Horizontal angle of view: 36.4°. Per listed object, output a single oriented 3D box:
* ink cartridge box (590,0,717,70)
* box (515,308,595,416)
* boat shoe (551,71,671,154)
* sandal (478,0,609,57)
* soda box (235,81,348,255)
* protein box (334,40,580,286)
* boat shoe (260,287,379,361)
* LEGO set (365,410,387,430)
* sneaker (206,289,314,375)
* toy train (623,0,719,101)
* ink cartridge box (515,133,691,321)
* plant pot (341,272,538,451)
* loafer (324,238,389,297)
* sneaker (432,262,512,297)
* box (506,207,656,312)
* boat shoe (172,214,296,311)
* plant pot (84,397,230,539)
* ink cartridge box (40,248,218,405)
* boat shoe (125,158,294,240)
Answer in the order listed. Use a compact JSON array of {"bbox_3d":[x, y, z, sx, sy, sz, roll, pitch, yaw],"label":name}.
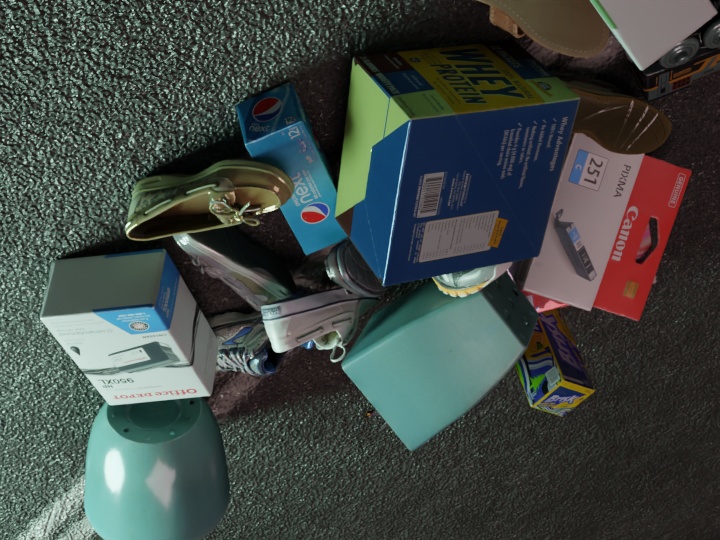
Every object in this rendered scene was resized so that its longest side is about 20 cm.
[{"bbox_3d":[0.218,-0.304,0.985,0.087,0.202,0.145,-37,137,18],"label":"ink cartridge box"},{"bbox_3d":[0.236,0.089,1.453,0.069,0.202,0.064,19,131,-37],"label":"box"},{"bbox_3d":[0.266,-0.188,1.246,0.198,0.067,0.072,9,130,-25],"label":"boat shoe"},{"bbox_3d":[0.151,-0.280,1.104,0.209,0.070,0.079,21,95,-17],"label":"sandal"},{"bbox_3d":[-0.068,-0.108,1.209,0.067,0.065,0.201,-21,141,4],"label":"soda box"},{"bbox_3d":[0.096,-0.116,1.158,0.197,0.135,0.201,-10,130,-24],"label":"protein box"},{"bbox_3d":[-0.040,0.068,1.346,0.074,0.088,0.201,-9,-178,35],"label":"boat shoe"},{"bbox_3d":[0.104,0.152,1.541,0.151,0.117,0.201,8,135,-29],"label":"LEGO set"},{"bbox_3d":[-0.145,0.098,1.405,0.197,0.086,0.077,-25,141,9],"label":"sneaker"},{"bbox_3d":[0.381,-0.262,1.201,0.197,0.086,0.114,-22,154,1],"label":"toy train"},{"bbox_3d":[0.300,-0.051,1.321,0.173,0.045,0.203,16,98,-10],"label":"ink cartridge box"},{"bbox_3d":[0.109,0.088,1.332,0.199,0.142,0.142,-36,99,30],"label":"plant pot"},{"bbox_3d":[0.000,0.000,1.315,0.062,0.073,0.199,-15,176,24],"label":"loafer"},{"bbox_3d":[0.100,-0.029,1.281,0.078,0.199,0.078,-36,119,-21],"label":"sneaker"},{"bbox_3d":[0.263,-0.020,1.394,0.196,0.095,0.104,-14,106,-6],"label":"box"},{"bbox_3d":[-0.154,-0.006,1.291,0.064,0.075,0.201,-37,145,16],"label":"boat shoe"},{"bbox_3d":[-0.270,0.240,1.446,0.197,0.202,0.163,-6,128,-15],"label":"plant pot"},{"bbox_3d":[-0.268,0.072,1.302,0.142,0.085,0.201,-6,143,12],"label":"ink cartridge box"},{"bbox_3d":[-0.161,-0.068,1.167,0.197,0.064,0.074,-8,141,27],"label":"boat shoe"}]
